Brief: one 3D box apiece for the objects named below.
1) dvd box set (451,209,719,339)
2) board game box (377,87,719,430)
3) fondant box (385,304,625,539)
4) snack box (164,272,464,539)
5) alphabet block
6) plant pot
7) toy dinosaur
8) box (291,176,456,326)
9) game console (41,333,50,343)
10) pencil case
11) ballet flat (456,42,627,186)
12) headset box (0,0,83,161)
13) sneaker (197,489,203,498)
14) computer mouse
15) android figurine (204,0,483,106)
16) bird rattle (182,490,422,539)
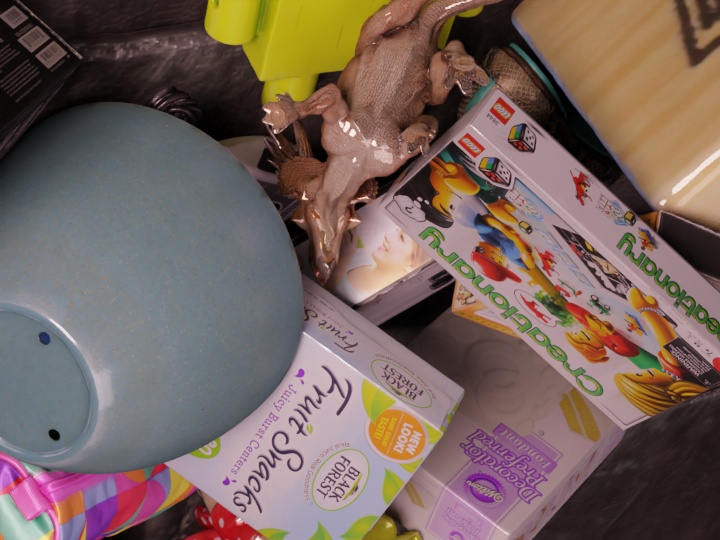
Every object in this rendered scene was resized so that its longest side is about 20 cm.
[{"bbox_3d":[0.169,0.018,1.114,0.145,0.030,0.199,20,159,-27],"label":"dvd box set"},{"bbox_3d":[0.114,-0.002,1.021,0.035,0.200,0.126,-51,-175,-29],"label":"board game box"},{"bbox_3d":[0.086,0.104,1.250,0.200,0.144,0.059,-38,156,-44],"label":"fondant box"},{"bbox_3d":[-0.059,0.070,1.069,0.143,0.199,0.053,-55,180,35],"label":"snack box"},{"bbox_3d":[0.247,-0.127,1.126,0.200,0.197,0.195,-41,143,12],"label":"alphabet block"},{"bbox_3d":[-0.146,0.029,0.972,0.201,0.199,0.135,-61,173,33],"label":"plant pot"},{"bbox_3d":[0.011,-0.098,1.023,0.201,0.086,0.136,-52,-178,-6],"label":"toy dinosaur"},{"bbox_3d":[0.000,0.000,1.159,0.199,0.061,0.117,-30,171,6],"label":"box"},{"bbox_3d":[-0.204,0.117,1.155,0.117,0.173,0.201,8,133,-6],"label":"game console"},{"bbox_3d":[-0.165,0.125,1.110,0.089,0.088,0.200,-51,169,24],"label":"pencil case"},{"bbox_3d":[0.112,-0.083,1.173,0.075,0.068,0.200,-47,151,10],"label":"ballet flat"},{"bbox_3d":[-0.247,-0.041,0.887,0.093,0.174,0.200,40,110,-8],"label":"headset box"},{"bbox_3d":[-0.054,0.107,1.267,0.076,0.085,0.201,7,128,-38],"label":"sneaker"},{"bbox_3d":[-0.086,-0.058,1.089,0.109,0.044,0.199,-36,150,30],"label":"computer mouse"},{"bbox_3d":[0.002,-0.171,1.031,0.180,0.041,0.201,-11,141,-23],"label":"android figurine"},{"bbox_3d":[-0.057,0.155,1.218,0.112,0.199,0.165,-23,102,-30],"label":"bird rattle"}]
